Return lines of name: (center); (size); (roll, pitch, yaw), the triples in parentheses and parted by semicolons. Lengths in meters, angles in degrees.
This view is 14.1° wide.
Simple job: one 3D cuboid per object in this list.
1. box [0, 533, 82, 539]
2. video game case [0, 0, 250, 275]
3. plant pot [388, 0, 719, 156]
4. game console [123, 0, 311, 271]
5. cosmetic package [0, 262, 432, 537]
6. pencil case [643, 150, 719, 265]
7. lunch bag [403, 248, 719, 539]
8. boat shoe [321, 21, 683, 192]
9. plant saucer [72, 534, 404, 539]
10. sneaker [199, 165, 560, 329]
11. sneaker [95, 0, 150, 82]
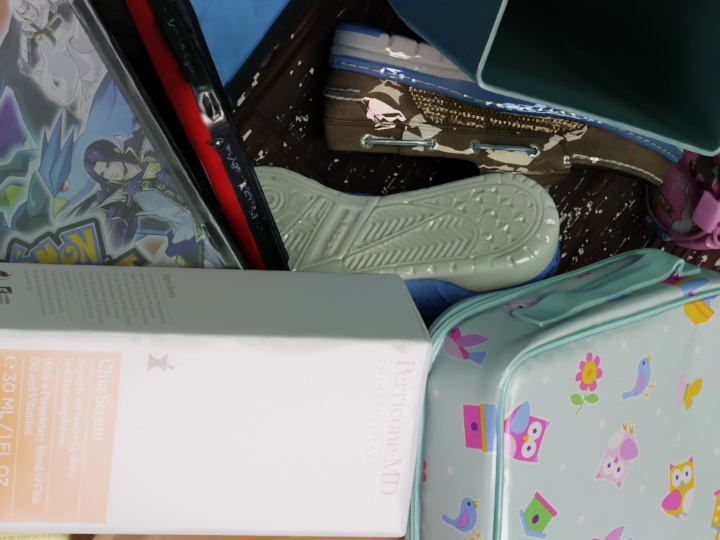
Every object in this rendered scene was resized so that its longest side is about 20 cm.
box: (-0.168, 0.030, 1.374); (0.082, 0.049, 0.201); (-1, 96, -27)
video game case: (-0.176, -0.019, 1.313); (0.199, 0.026, 0.181); (-30, 97, 4)
plant pot: (0.093, -0.166, 1.398); (0.141, 0.200, 0.142); (14, 103, -29)
game console: (-0.039, -0.112, 1.329); (0.118, 0.173, 0.200); (-26, 153, -3)
cosmetic package: (-0.076, 0.058, 1.284); (0.199, 0.071, 0.102); (1, 114, -13)
pencil case: (0.250, -0.031, 1.574); (0.199, 0.083, 0.087); (14, 88, -30)
lunch bag: (0.110, 0.075, 1.408); (0.199, 0.077, 0.161); (-16, 113, -41)
boat shoe: (0.069, -0.067, 1.484); (0.199, 0.072, 0.073); (16, 93, -19)
plant saucer: (-0.045, 0.150, 1.408); (0.199, 0.032, 0.201); (-12, 131, -14)
sneaker: (0.000, 0.001, 1.446); (0.198, 0.111, 0.077); (-4, 64, 3)
sneaker: (-0.170, -0.128, 1.341); (0.199, 0.071, 0.100); (12, 85, -33)
